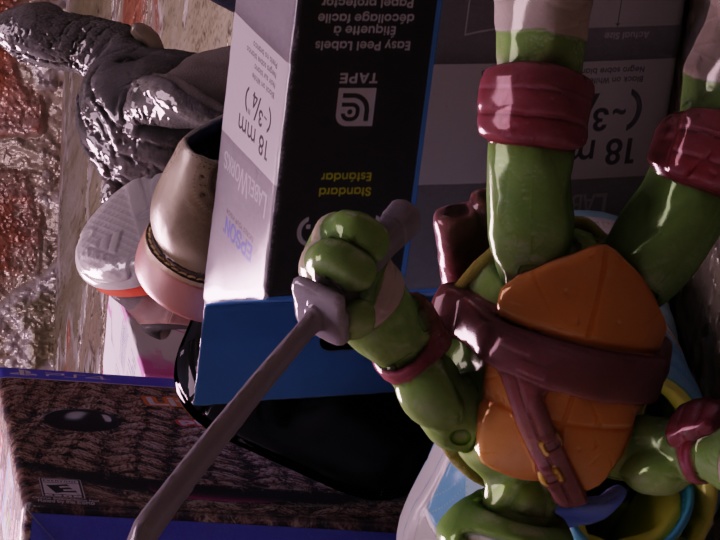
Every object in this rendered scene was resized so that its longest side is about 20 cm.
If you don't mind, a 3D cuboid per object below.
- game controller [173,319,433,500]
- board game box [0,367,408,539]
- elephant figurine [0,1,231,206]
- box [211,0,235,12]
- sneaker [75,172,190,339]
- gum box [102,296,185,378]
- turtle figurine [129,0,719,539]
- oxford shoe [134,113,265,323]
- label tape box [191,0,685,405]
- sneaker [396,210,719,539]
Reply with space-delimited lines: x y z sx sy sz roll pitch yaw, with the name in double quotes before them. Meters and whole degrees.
"game controller" 0.000 0.000 1.131 0.042 0.104 0.200 -48 15 46
"board game box" -0.068 0.114 1.179 0.200 0.159 0.097 -129 45 -73
"elephant figurine" -0.071 -0.058 1.374 0.155 0.200 0.142 167 106 -78
"box" -0.037 -0.188 1.146 0.200 0.148 0.107 26 -120 -56
"sneaker" -0.024 -0.009 1.286 0.082 0.200 0.077 58 -142 -39
"gum box" -0.071 0.059 1.562 0.200 0.113 0.066 -119 34 -70
"turtle figurine" 0.064 0.007 0.789 0.200 0.144 0.194 9 -84 -64
"oxford shoe" 0.005 -0.047 1.082 0.071 0.200 0.074 36 135 26
"label tape box" 0.027 -0.035 1.005 0.063 0.144 0.200 -134 46 -57
"sneaker" 0.063 0.094 0.972 0.131 0.079 0.200 -105 20 -61
